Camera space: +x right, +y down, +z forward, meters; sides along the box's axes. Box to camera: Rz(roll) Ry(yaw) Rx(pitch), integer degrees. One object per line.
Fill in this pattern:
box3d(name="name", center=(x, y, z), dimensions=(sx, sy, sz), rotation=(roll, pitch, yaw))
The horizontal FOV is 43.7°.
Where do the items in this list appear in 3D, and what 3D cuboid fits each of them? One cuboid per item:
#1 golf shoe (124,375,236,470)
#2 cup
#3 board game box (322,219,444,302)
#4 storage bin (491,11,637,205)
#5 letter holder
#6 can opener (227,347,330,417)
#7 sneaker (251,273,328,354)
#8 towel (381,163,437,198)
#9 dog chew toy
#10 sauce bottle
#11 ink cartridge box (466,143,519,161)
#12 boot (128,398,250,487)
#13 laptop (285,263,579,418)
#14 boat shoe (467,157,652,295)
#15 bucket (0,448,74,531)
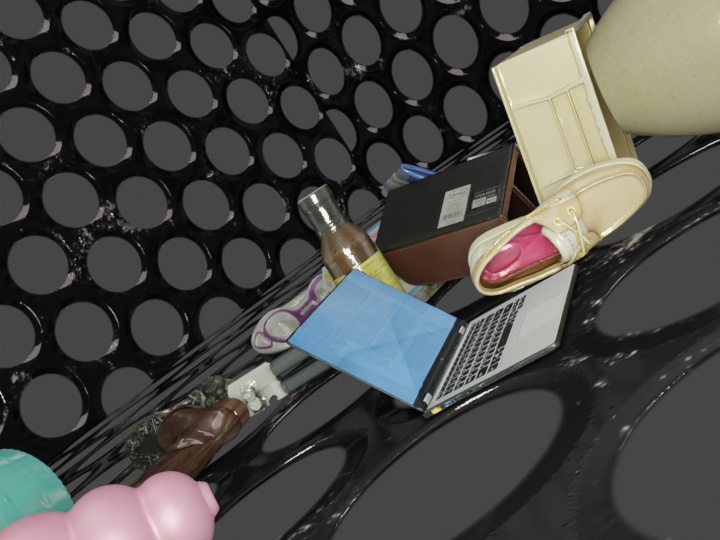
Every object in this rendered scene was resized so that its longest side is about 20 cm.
box3d(name="golf shoe", center=(-0.248, 0.225, 1.302), dimensions=(0.198, 0.079, 0.094), rotation=(-32, -11, 12))
box3d(name="cup", center=(0.308, -0.213, 0.887), dimensions=(0.142, 0.203, 0.200), rotation=(-25, 9, 27))
box3d(name="board game box", center=(0.058, -0.016, 1.217), dimensions=(0.133, 0.035, 0.200), rotation=(20, 38, 28))
box3d(name="storage bin", center=(0.236, -0.164, 0.995), dimensions=(0.092, 0.202, 0.200), rotation=(-18, 13, 24))
box3d(name="letter holder", center=(0.138, -0.044, 1.086), dimensions=(0.198, 0.142, 0.102), rotation=(-16, 48, 43))
box3d(name="can opener", center=(-0.094, 0.130, 1.196), dimensions=(0.198, 0.053, 0.066), rotation=(-33, 5, 20))
box3d(name="sneaker", center=(-0.108, 0.088, 1.616), dimensions=(0.199, 0.075, 0.100), rotation=(-36, -12, -14))
box3d(name="towel", center=(0.105, -0.100, 1.208), dimensions=(0.200, 0.144, 0.024), rotation=(142, 148, -83))
box3d(name="dog chew toy", center=(-0.208, 0.235, 0.734), dimensions=(0.198, 0.126, 0.124), rotation=(-28, 4, -15))
box3d(name="sauce bottle", center=(0.000, 0.000, 0.990), dimensions=(0.064, 0.202, 0.065), rotation=(-30, 6, 3))
box3d(name="ink cartridge box", center=(0.246, -0.139, 1.203), dimensions=(0.196, 0.044, 0.174), rotation=(-15, -10, 9))
box3d(name="boot", center=(-0.251, 0.248, 1.133), dimensions=(0.185, 0.065, 0.200), rotation=(-29, 13, 37))
box3d(name="laptop", center=(0.070, 0.029, 0.783), dimensions=(0.198, 0.117, 0.187), rotation=(-32, 7, 26))
box3d(name="boat shoe", center=(0.192, -0.033, 0.864), dimensions=(0.198, 0.074, 0.069), rotation=(-34, 17, 23))
box3d(name="bucket", center=(-0.405, 0.297, 0.945), dimensions=(0.205, 0.210, 0.134), rotation=(-32, -3, 22))
